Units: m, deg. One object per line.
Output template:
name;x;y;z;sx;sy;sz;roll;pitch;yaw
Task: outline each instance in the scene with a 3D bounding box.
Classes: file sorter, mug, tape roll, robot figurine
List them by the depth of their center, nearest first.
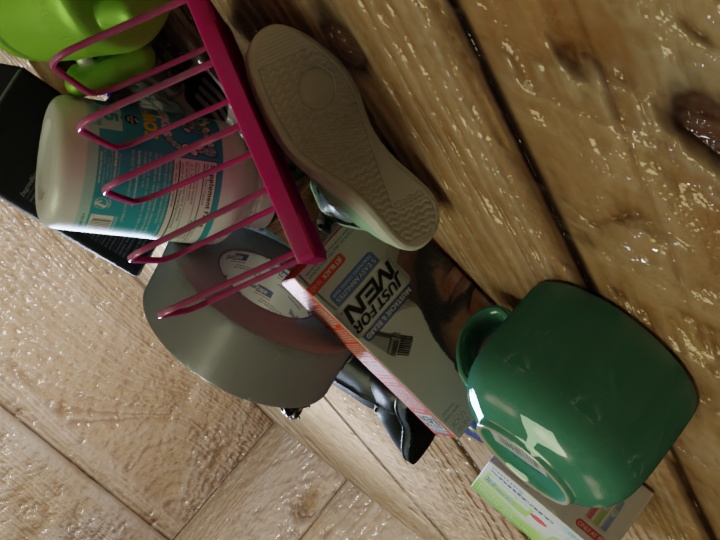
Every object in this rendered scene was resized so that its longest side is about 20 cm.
file sorter;-0.122;-0.077;0.704;0.139;0.124;0.202;5;-118;-89
mug;0.149;0.102;0.728;0.152;0.115;0.185;44;166;-7
robot figurine;-0.224;-0.221;0.733;0.198;0.116;0.177;5;126;38
tape roll;-0.100;0.037;0.899;0.199;0.067;0.201;27;-159;-11

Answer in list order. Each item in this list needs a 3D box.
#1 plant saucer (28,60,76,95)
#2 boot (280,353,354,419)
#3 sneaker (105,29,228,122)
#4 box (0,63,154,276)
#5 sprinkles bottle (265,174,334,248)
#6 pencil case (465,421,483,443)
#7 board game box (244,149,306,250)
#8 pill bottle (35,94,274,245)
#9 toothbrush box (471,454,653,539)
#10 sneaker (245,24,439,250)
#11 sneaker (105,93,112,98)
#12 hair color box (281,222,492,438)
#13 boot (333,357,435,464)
plant saucer;-0.316;-0.245;0.923;0.201;0.035;0.201;50;164;20
boot;-0.023;0.093;1.044;0.200;0.174;0.069;45;166;-9
sneaker;-0.226;-0.185;0.891;0.115;0.075;0.200;-24;120;32
box;-0.292;-0.099;0.922;0.199;0.108;0.148;35;171;-39
sprinkles bottle;0.000;0.000;0.909;0.200;0.068;0.068;44;166;-18
pencil case;0.137;0.128;0.913;0.077;0.088;0.199;8;-178;-26
board game box;-0.121;-0.055;0.991;0.198;0.029;0.135;-11;131;36
pill bottle;-0.173;-0.082;0.832;0.198;0.112;0.110;6;-176;-28
toothbrush box;0.206;0.234;1.024;0.145;0.086;0.200;39;164;13
sneaker;-0.035;-0.095;0.731;0.201;0.074;0.118;50;163;-27
sneaker;-0.245;-0.210;0.991;0.099;0.069;0.201;25;149;53
hair color box;0.041;0.038;0.844;0.200;0.111;0.064;44;166;-10
boot;0.023;0.171;1.346;0.167;0.077;0.201;30;155;28
